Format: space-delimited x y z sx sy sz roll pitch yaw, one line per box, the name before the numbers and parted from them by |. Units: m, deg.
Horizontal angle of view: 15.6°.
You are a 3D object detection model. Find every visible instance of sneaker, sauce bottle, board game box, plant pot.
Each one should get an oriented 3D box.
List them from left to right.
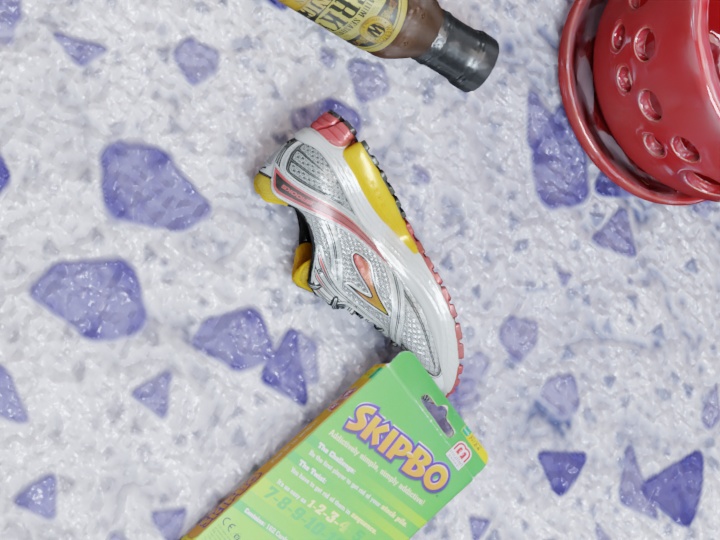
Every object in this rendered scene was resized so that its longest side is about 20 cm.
board game box | -0.017 0.146 1.632 0.200 0.030 0.096 -41 104 -17
sneaker | 0.000 0.000 1.667 0.082 0.078 0.200 -31 104 -4
sauce bottle | 0.001 -0.178 1.690 0.200 0.065 0.065 27 69 -24
plant pot | 0.247 -0.136 1.763 0.200 0.182 0.201 6 78 -30
